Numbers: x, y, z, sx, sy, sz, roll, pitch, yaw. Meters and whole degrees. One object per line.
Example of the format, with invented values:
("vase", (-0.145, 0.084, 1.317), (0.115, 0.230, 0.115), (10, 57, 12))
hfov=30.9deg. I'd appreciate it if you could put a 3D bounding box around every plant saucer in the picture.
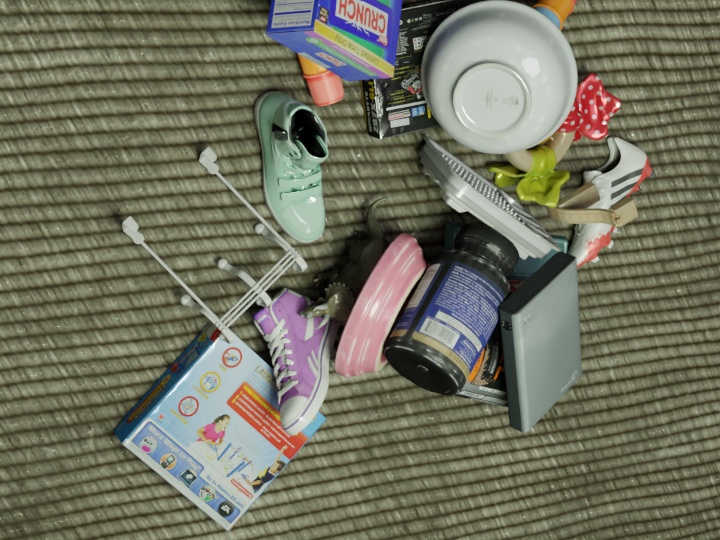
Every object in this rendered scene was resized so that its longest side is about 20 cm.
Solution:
("plant saucer", (0.034, 0.052, 1.676), (0.051, 0.200, 0.202), (26, 92, 12))
("plant saucer", (0.207, -0.023, 1.818), (0.198, 0.019, 0.071), (6, 86, -26))

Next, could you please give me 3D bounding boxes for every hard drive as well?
("hard drive", (0.236, 0.094, 1.695), (0.139, 0.033, 0.201), (-40, 136, -34))

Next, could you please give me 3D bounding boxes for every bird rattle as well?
("bird rattle", (0.253, -0.190, 1.741), (0.200, 0.113, 0.163), (-51, 131, -1))

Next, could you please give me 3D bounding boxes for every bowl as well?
("bowl", (0.166, -0.223, 1.612), (0.199, 0.091, 0.203), (6, 119, 10))

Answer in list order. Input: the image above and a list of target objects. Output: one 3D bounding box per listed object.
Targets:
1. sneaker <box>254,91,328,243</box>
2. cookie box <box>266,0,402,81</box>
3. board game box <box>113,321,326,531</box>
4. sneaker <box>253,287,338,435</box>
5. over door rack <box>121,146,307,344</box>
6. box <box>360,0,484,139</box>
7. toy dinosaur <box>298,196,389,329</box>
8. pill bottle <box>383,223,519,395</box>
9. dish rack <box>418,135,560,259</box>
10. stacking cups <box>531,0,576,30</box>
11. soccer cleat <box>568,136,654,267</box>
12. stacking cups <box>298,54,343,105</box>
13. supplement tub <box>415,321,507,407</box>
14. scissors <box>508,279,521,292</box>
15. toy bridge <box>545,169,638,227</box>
("sneaker", (-0.075, -0.118, 1.623), (0.073, 0.118, 0.202), (-22, 112, -19))
("cookie box", (-0.021, -0.347, 1.548), (0.171, 0.075, 0.202), (19, 76, -54))
("board game box", (-0.180, 0.199, 1.689), (0.196, 0.056, 0.200), (-48, 116, -7))
("sneaker", (-0.098, 0.109, 1.652), (0.114, 0.201, 0.073), (35, 129, -23))
("over door rack", (-0.182, -0.031, 1.622), (0.148, 0.067, 0.200), (-45, 103, -19))
("box", (0.095, -0.271, 1.699), (0.199, 0.049, 0.161), (-15, 111, -20))
("toy dinosaur", (0.000, 0.000, 1.690), (0.077, 0.102, 0.200), (43, 81, -24))
("pill bottle", (0.120, 0.046, 1.639), (0.112, 0.111, 0.201), (42, 66, -26))
("dish rack", (0.160, -0.089, 1.712), (0.199, 0.172, 0.044), (34, 104, -27))
("stacking cups", (0.237, -0.313, 1.714), (0.200, 0.060, 0.061), (-52, 119, -28))
("soccer cleat", (0.335, -0.096, 1.842), (0.085, 0.069, 0.201), (36, 82, -16))
("stacking cups", (-0.070, -0.302, 1.608), (0.060, 0.060, 0.202), (-21, 113, -18))
("supplement tub", (0.166, 0.117, 1.780), (0.199, 0.122, 0.123), (15, 97, -32))
("scissors", (0.142, 0.038, 1.818), (0.198, 0.014, 0.074), (-12, 110, -20))
("toy bridge", (0.289, -0.090, 1.745), (0.067, 0.200, 0.027), (-29, 116, -14))
